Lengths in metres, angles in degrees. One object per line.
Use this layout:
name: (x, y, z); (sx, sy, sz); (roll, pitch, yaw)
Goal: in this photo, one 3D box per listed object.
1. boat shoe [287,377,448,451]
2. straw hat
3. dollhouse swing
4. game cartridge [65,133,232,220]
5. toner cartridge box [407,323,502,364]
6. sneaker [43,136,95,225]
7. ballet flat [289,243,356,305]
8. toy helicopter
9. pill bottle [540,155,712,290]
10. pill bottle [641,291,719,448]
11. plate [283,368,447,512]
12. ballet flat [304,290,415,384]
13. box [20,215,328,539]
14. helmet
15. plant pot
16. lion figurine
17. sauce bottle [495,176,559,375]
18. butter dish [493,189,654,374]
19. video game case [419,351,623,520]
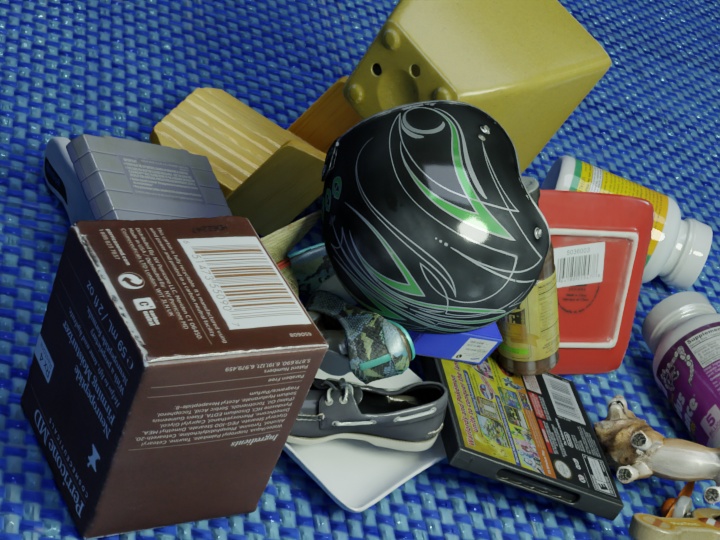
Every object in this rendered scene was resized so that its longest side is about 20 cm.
boat shoe: (-0.015, 0.113, 1.312); (0.200, 0.063, 0.073); (9, 39, -20)
straw hat: (-0.101, 0.024, 1.381); (0.201, 0.201, 0.085); (-27, 91, -50)
dollhouse swing: (-0.096, -0.164, 1.619); (0.176, 0.182, 0.200); (45, 33, -7)
game cartridge: (-0.196, -0.065, 1.441); (0.200, 0.038, 0.130); (6, 52, -60)
toner cartridge box: (0.065, -0.001, 1.474); (0.095, 0.043, 0.200); (13, 43, -34)
sneaker: (-0.235, -0.069, 1.474); (0.112, 0.073, 0.200); (-2, 40, -32)
ballet flat: (0.000, 0.000, 1.523); (0.200, 0.074, 0.074); (-18, 52, -41)
toy helicopter: (0.318, 0.241, 1.386); (0.200, 0.079, 0.132); (10, 12, -40)
pill bottle: (0.310, -0.051, 1.756); (0.200, 0.113, 0.113); (22, 34, -4)
pill bottle: (0.381, 0.118, 1.569); (0.112, 0.112, 0.200); (4, 38, -28)
plate: (-0.017, 0.132, 1.372); (0.200, 0.032, 0.200); (41, 37, 22)
ballet flat: (-0.024, 0.061, 1.326); (0.074, 0.074, 0.200); (8, 0, -23)
box: (-0.157, 0.083, 1.199); (0.164, 0.200, 0.166); (-4, 42, -35)
helmet: (0.066, -0.036, 1.333); (0.200, 0.200, 0.191); (0, 61, -32)
plant pot: (0.100, -0.203, 1.551); (0.200, 0.194, 0.196); (-26, 70, -45)
lion figurine: (0.317, 0.183, 1.428); (0.200, 0.073, 0.122); (17, 4, 19)
sauce bottle: (0.159, 0.005, 1.435); (0.065, 0.200, 0.065); (-6, 27, 3)
butter dish: (0.193, 0.000, 1.585); (0.200, 0.200, 0.148); (2, 16, -30)
video game case: (0.150, 0.145, 1.425); (0.180, 0.026, 0.200); (21, 26, -20)
